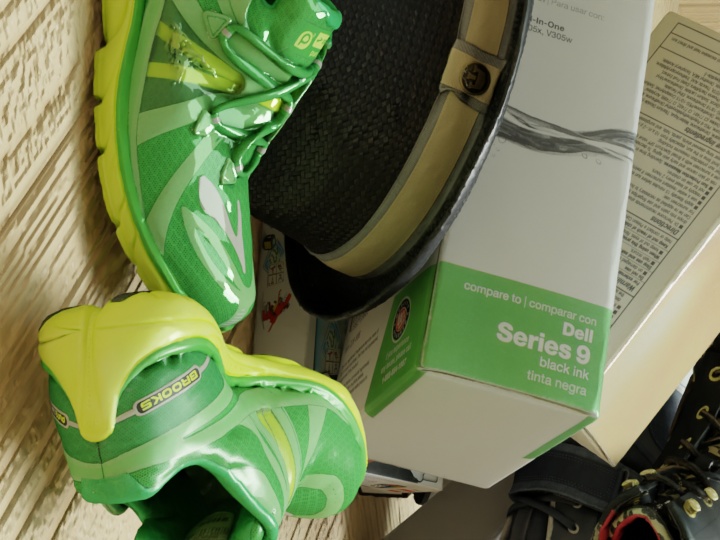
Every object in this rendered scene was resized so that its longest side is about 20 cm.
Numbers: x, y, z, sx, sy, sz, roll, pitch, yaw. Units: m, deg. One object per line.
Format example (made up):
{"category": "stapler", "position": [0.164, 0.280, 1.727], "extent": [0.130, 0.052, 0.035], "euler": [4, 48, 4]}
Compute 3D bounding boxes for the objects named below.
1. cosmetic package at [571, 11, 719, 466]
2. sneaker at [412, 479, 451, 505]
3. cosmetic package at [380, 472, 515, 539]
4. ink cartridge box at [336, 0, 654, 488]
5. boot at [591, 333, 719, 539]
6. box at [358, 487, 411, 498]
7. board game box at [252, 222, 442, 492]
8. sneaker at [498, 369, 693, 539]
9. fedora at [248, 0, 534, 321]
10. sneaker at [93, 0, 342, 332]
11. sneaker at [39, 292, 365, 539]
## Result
{"category": "cosmetic package", "position": [0.138, -0.017, 0.989], "extent": [0.200, 0.105, 0.071], "euler": [-50, 141, -7]}
{"category": "sneaker", "position": [0.095, 0.057, 1.206], "extent": [0.076, 0.087, 0.201], "euler": [-100, -158, -56]}
{"category": "cosmetic package", "position": [0.086, 0.144, 1.154], "extent": [0.200, 0.051, 0.083], "euler": [-37, 137, -23]}
{"category": "ink cartridge box", "position": [0.057, -0.022, 0.885], "extent": [0.146, 0.084, 0.201], "euler": [132, -29, -67]}
{"category": "boot", "position": [0.179, 0.088, 1.002], "extent": [0.154, 0.073, 0.205], "euler": [-18, 124, -61]}
{"category": "box", "position": [0.019, 0.003, 1.124], "extent": [0.143, 0.036, 0.201], "euler": [76, 22, -44]}
{"category": "board game box", "position": [0.000, 0.000, 0.971], "extent": [0.126, 0.034, 0.201], "euler": [19, 71, -55]}
{"category": "sneaker", "position": [0.087, 0.080, 1.071], "extent": [0.147, 0.202, 0.077], "euler": [-63, -163, -15]}
{"category": "fedora", "position": [-0.012, -0.085, 0.828], "extent": [0.201, 0.091, 0.202], "euler": [-46, -147, 42]}
{"category": "sneaker", "position": [-0.050, -0.075, 0.737], "extent": [0.074, 0.083, 0.202], "euler": [-22, 112, -74]}
{"category": "sneaker", "position": [-0.056, 0.068, 0.718], "extent": [0.200, 0.074, 0.084], "euler": [34, 51, -63]}
